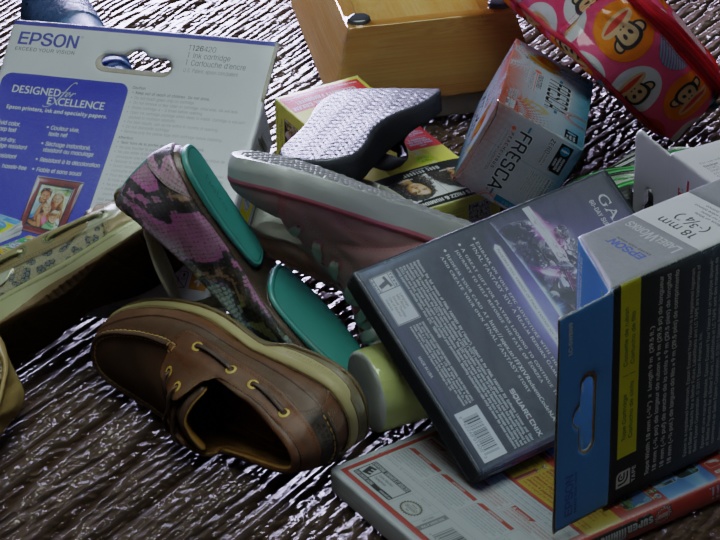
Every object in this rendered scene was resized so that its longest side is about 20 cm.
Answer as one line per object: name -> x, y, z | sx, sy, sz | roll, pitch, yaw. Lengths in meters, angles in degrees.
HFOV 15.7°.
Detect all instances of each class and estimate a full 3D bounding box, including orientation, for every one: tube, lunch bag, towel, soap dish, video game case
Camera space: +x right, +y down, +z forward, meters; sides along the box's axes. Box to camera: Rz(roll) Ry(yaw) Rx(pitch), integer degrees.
tube -> 0.090, 0.045, 1.575 | 0.199, 0.058, 0.052 | -16, 11, -22
lunch bag -> 0.177, -0.179, 1.891 | 0.082, 0.176, 0.200 | -44, 48, 7
towel -> -0.202, -0.135, 1.869 | 0.048, 0.112, 0.200 | -11, 32, -16
soap dish -> 0.038, -0.190, 1.982 | 0.156, 0.082, 0.200 | -7, 30, -8
video game case -> 0.108, 0.030, 1.554 | 0.199, 0.019, 0.143 | -22, 70, -32
video game case -> 0.103, 0.121, 1.509 | 0.199, 0.018, 0.143 | -20, 34, -27

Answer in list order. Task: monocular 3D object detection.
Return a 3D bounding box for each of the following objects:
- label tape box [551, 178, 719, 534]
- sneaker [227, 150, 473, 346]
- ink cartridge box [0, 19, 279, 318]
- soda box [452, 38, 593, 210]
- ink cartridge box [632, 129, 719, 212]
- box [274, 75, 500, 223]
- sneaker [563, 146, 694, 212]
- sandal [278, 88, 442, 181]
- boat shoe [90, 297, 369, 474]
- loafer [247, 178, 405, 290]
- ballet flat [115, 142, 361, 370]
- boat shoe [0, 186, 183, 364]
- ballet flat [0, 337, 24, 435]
label tape box -> 0.166, 0.042, 1.478 | 0.199, 0.145, 0.063 | -21, 36, -31
sneaker -> 0.000, 0.000, 1.607 | 0.199, 0.105, 0.075 | 20, 7, -10
ink cartridge box -> -0.163, -0.065, 1.727 | 0.197, 0.047, 0.201 | 7, 62, 17
soda box -> 0.113, -0.096, 1.771 | 0.068, 0.064, 0.200 | 30, 19, -2
ink cartridge box -> 0.249, -0.008, 1.620 | 0.068, 0.117, 0.200 | -15, 33, -23
box -> 0.017, -0.069, 1.805 | 0.075, 0.050, 0.200 | -16, 33, -23
sneaker -> 0.221, -0.061, 1.752 | 0.199, 0.078, 0.085 | -14, 31, -18
sandal -> -0.004, -0.083, 1.729 | 0.076, 0.043, 0.200 | 4, 21, 23
boat shoe -> -0.090, 0.070, 1.552 | 0.199, 0.072, 0.068 | 18, 39, 34
loafer -> -0.020, -0.024, 1.723 | 0.199, 0.063, 0.072 | 21, 72, 30
ballet flat -> -0.075, 0.013, 1.592 | 0.071, 0.200, 0.069 | -35, 15, 19
boat shoe -> -0.177, -0.011, 1.634 | 0.199, 0.073, 0.063 | -29, 63, -5
ballet flat -> -0.247, 0.100, 1.520 | 0.068, 0.063, 0.200 | 1, 31, 7
